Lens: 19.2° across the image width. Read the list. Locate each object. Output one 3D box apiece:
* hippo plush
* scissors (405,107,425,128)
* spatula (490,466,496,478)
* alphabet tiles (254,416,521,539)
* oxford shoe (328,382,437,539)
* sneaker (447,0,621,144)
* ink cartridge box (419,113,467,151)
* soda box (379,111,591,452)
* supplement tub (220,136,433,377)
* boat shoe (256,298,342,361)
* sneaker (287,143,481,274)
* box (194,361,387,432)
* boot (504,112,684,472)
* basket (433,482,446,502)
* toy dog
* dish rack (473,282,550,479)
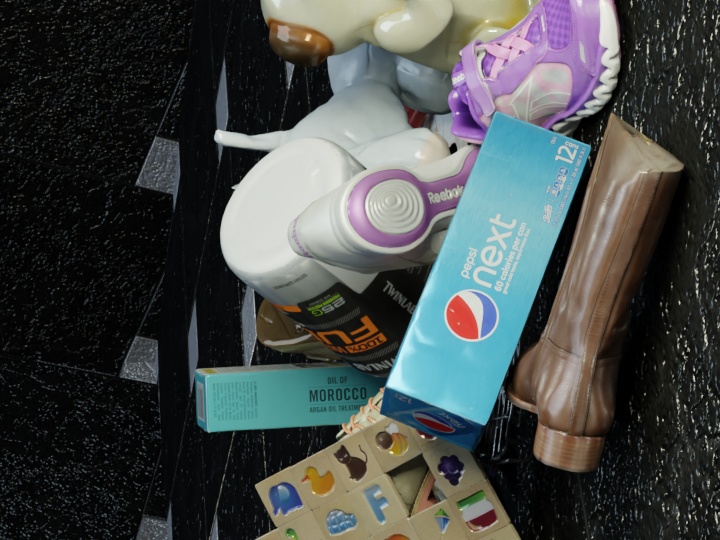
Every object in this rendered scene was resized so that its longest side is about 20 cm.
[{"bbox_3d":[0.015,-0.115,1.682,0.159,0.200,0.161,73,-151,-60],"label":"hippo plush"},{"bbox_3d":[0.033,-0.108,1.771,0.200,0.014,0.073,-63,24,13],"label":"scissors"},{"bbox_3d":[0.075,0.111,1.642,0.200,0.021,0.057,-156,71,-69],"label":"spatula"},{"bbox_3d":[0.016,0.193,1.439,0.167,0.200,0.008,62,-149,3],"label":"alphabet tiles"},{"bbox_3d":[0.025,0.108,1.453,0.071,0.074,0.200,-130,51,-76],"label":"oxford shoe"},{"bbox_3d":[0.107,-0.130,1.369,0.200,0.088,0.081,117,153,-64],"label":"sneaker"},{"bbox_3d":[0.057,-0.051,1.787,0.200,0.050,0.161,-27,60,57],"label":"ink cartridge box"},{"bbox_3d":[0.079,0.006,1.345,0.064,0.068,0.200,100,-169,-69],"label":"soda box"},{"bbox_3d":[0.000,0.000,1.593,0.122,0.200,0.123,-26,44,28],"label":"supplement tub"},{"bbox_3d":[0.005,0.041,1.770,0.200,0.064,0.071,-1,71,42],"label":"boat shoe"},{"bbox_3d":[0.038,-0.039,1.437,0.100,0.200,0.075,-20,77,46],"label":"sneaker"},{"bbox_3d":[-0.034,0.103,1.776,0.082,0.200,0.049,-177,85,-80],"label":"box"},{"bbox_3d":[0.140,-0.001,1.266,0.186,0.064,0.200,-103,22,-74],"label":"boot"},{"bbox_3d":[0.033,0.235,1.574,0.200,0.123,0.136,-113,26,-57],"label":"basket"},{"bbox_3d":[0.028,-0.204,1.495,0.194,0.200,0.140,133,138,-74],"label":"toy dog"},{"bbox_3d":[0.092,0.071,1.473,0.200,0.054,0.154,149,128,-74],"label":"dish rack"}]
